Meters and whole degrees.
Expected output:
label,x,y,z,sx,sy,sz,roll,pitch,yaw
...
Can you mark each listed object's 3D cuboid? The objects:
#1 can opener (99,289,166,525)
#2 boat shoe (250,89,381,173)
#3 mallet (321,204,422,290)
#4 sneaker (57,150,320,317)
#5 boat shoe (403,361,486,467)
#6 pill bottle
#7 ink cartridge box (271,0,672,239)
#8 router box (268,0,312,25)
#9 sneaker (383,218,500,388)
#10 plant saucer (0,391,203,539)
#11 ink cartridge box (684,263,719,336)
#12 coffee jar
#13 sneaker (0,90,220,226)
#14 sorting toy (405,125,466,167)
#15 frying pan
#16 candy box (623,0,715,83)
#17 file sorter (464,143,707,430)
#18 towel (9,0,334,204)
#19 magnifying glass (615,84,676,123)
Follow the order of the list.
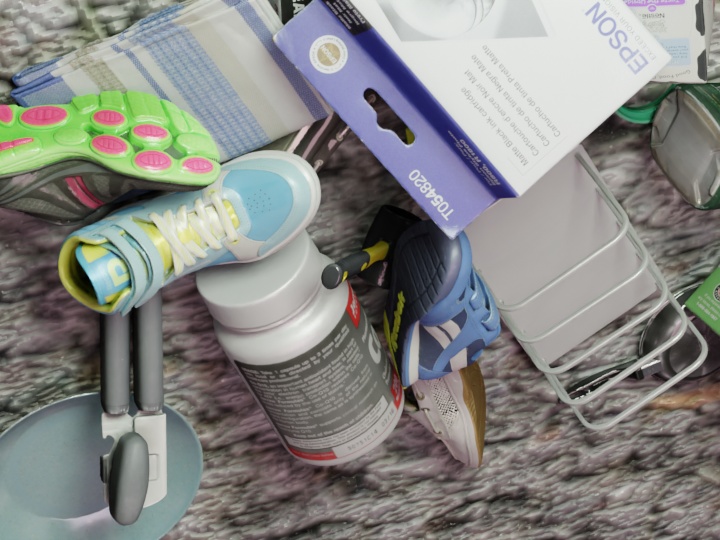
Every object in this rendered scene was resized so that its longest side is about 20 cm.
label,x,y,z,sx,sy,sz,roll,pitch,yaw
can opener,-0.175,0.098,1.535,0.053,0.066,0.200,-4,99,-22
boat shoe,-0.049,-0.084,1.490,0.057,0.067,0.200,27,108,-32
mallet,0.000,0.000,1.512,0.041,0.200,0.066,24,110,11
sneaker,-0.131,-0.021,1.415,0.200,0.131,0.080,-22,98,27
boat shoe,0.068,0.105,1.698,0.069,0.071,0.200,-4,141,12
pill bottle,-0.048,0.056,1.566,0.114,0.114,0.200,-29,133,-1
ink cartridge box,0.076,-0.152,1.336,0.200,0.041,0.200,-42,103,4
router box,0.000,-0.275,1.370,0.149,0.051,0.200,-16,131,-16
sneaker,0.069,0.020,1.523,0.082,0.074,0.200,-8,152,-11
plant saucer,-0.231,0.168,1.621,0.201,0.039,0.201,-13,131,-15
ink cartridge box,0.405,0.005,1.699,0.084,0.146,0.200,36,97,-36
coffee jar,0.346,-0.108,1.617,0.200,0.104,0.085,-6,136,-29
sneaker,-0.197,-0.077,1.397,0.200,0.077,0.084,1,146,7
sorting toy,0.099,-0.116,1.501,0.200,0.107,0.180,-45,151,-26
frying pan,0.276,0.067,1.786,0.190,0.031,0.115,-11,128,-20
candy box,0.214,-0.261,1.398,0.071,0.168,0.200,0,133,15
file sorter,0.187,0.021,1.642,0.139,0.125,0.200,-35,133,4
towel,-0.134,-0.128,1.411,0.200,0.024,0.147,-22,135,17
magnifying glass,0.202,-0.184,1.557,0.080,0.022,0.200,-43,130,11
